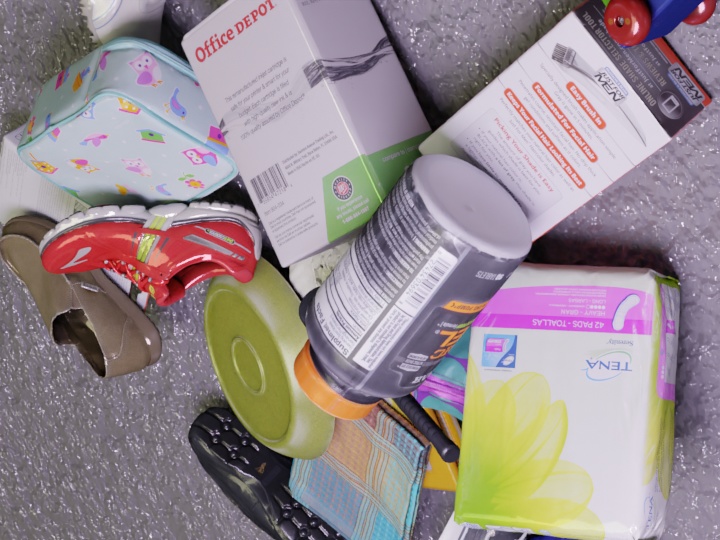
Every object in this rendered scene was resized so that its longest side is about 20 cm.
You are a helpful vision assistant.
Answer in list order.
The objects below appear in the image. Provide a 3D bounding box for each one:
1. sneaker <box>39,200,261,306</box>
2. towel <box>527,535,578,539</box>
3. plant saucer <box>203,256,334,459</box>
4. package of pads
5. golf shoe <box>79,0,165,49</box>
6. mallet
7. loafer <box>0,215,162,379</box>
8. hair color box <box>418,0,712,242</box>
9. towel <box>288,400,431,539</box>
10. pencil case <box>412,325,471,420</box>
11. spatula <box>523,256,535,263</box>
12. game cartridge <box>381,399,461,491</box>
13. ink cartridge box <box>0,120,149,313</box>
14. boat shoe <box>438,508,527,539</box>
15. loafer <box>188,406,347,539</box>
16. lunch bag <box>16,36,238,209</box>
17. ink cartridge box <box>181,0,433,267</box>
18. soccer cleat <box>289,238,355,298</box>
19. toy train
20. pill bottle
[{"bbox_3d":[-0.185,-0.011,1.559,0.199,0.086,0.077,-6,163,9],"label":"sneaker"},{"bbox_3d":[0.195,0.283,1.534,0.148,0.049,0.200,59,141,4],"label":"towel"},{"bbox_3d":[-0.090,0.081,1.614,0.200,0.031,0.201,40,141,42],"label":"plant saucer"},{"bbox_3d":[0.156,0.096,1.326,0.154,0.068,0.202,3,84,28],"label":"package of pads"},{"bbox_3d":[-0.177,-0.247,1.478,0.097,0.078,0.201,18,131,26],"label":"golf shoe"},{"bbox_3d":[0.014,0.078,1.401,0.066,0.041,0.200,49,178,-40],"label":"mallet"},{"bbox_3d":[-0.274,0.026,1.692,0.200,0.067,0.076,39,138,15],"label":"loafer"},{"bbox_3d":[0.142,-0.103,1.287,0.111,0.064,0.200,52,141,0],"label":"hair color box"},{"bbox_3d":[-0.004,0.176,1.604,0.146,0.022,0.201,38,143,25],"label":"towel"},{"bbox_3d":[0.135,0.106,1.420,0.199,0.092,0.086,26,123,30],"label":"pencil case"},{"bbox_3d":[0.128,-0.003,1.403,0.200,0.021,0.057,49,152,1],"label":"spatula"},{"bbox_3d":[0.001,0.110,1.583,0.199,0.032,0.177,-4,115,51],"label":"game cartridge"},{"bbox_3d":[-0.261,-0.045,1.720,0.200,0.050,0.109,36,137,17],"label":"ink cartridge box"},{"bbox_3d":[0.115,0.212,1.518,0.068,0.072,0.201,36,123,16],"label":"boat shoe"},{"bbox_3d":[-0.086,0.212,1.735,0.200,0.068,0.070,43,158,8],"label":"loafer"},{"bbox_3d":[-0.191,-0.115,1.545,0.160,0.078,0.200,28,152,-27],"label":"lunch bag"},{"bbox_3d":[-0.036,-0.124,1.398,0.145,0.084,0.201,-26,87,49],"label":"ink cartridge box"},{"bbox_3d":[0.000,0.000,1.484,0.199,0.077,0.070,-8,112,46],"label":"soccer cleat"},{"bbox_3d":[0.208,-0.238,1.122,0.116,0.084,0.200,59,141,12],"label":"toy train"},{"bbox_3d":[0.029,0.020,1.313,0.106,0.106,0.200,43,121,10],"label":"pill bottle"}]
